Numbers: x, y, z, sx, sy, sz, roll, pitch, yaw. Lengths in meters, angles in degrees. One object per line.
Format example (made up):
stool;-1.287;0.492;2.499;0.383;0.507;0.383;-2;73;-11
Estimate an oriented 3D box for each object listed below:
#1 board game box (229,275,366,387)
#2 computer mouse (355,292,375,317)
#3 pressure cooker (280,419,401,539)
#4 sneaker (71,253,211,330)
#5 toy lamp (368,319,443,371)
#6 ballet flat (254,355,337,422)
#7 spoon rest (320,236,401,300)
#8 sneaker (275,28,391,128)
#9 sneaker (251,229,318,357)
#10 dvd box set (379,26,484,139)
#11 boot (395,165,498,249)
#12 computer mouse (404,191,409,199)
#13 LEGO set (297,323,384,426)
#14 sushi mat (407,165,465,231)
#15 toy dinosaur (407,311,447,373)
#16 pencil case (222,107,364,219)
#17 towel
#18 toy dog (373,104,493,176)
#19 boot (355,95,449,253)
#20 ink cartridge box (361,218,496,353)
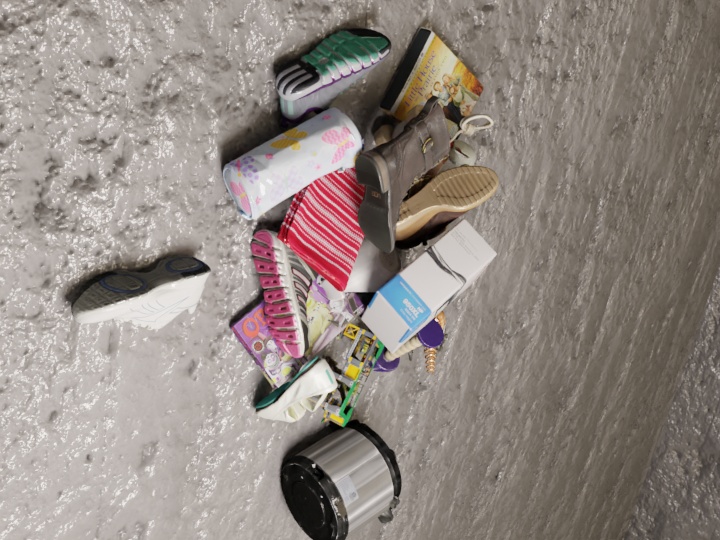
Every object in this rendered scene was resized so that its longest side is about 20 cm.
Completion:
board game box;-0.095;0.075;1.299;0.200;0.032;0.120;-41;99;-26
computer mouse;0.030;0.044;1.454;0.200;0.053;0.139;27;91;-53
pressure cooker;-0.021;0.379;1.494;0.199;0.178;0.177;-25;126;-37
sneaker;-0.282;0.043;1.080;0.199;0.074;0.088;-15;127;-43
toy lamp;0.073;0.139;1.472;0.058;0.058;0.200;-29;174;-35
ballet flat;-0.102;0.202;1.299;0.069;0.070;0.200;-16;162;-43
spoon rest;0.000;0.000;1.324;0.200;0.060;0.100;-28;95;-52
sneaker;-0.042;-0.277;1.183;0.199;0.074;0.088;-31;153;-27
sneaker;-0.099;0.029;1.245;0.087;0.073;0.202;-21;101;-43
dvd box set;0.124;-0.291;1.380;0.200;0.029;0.147;28;90;-53
boot;0.133;-0.100;1.363;0.198;0.073;0.166;-22;166;5
computer mouse;0.040;-0.121;1.389;0.200;0.034;0.059;-46;125;-11
LEGO set;-0.048;0.162;1.416;0.201;0.115;0.154;-64;167;-3
sushi mat;0.118;-0.109;1.400;0.095;0.012;0.200;-12;154;-11
toy dinosaur;0.117;0.096;1.518;0.136;0.101;0.201;101;12;-51
pencil case;-0.093;-0.149;1.149;0.199;0.083;0.091;-31;142;-21
towel;-0.040;-0.086;1.229;0.144;0.022;0.201;41;55;-34
toy dog;0.120;-0.189;1.333;0.198;0.097;0.132;3;155;-23
boot;0.075;-0.139;1.231;0.174;0.069;0.201;-38;143;-30
ink cartridge box;0.109;0.026;1.333;0.200;0.084;0.145;-39;171;-21
